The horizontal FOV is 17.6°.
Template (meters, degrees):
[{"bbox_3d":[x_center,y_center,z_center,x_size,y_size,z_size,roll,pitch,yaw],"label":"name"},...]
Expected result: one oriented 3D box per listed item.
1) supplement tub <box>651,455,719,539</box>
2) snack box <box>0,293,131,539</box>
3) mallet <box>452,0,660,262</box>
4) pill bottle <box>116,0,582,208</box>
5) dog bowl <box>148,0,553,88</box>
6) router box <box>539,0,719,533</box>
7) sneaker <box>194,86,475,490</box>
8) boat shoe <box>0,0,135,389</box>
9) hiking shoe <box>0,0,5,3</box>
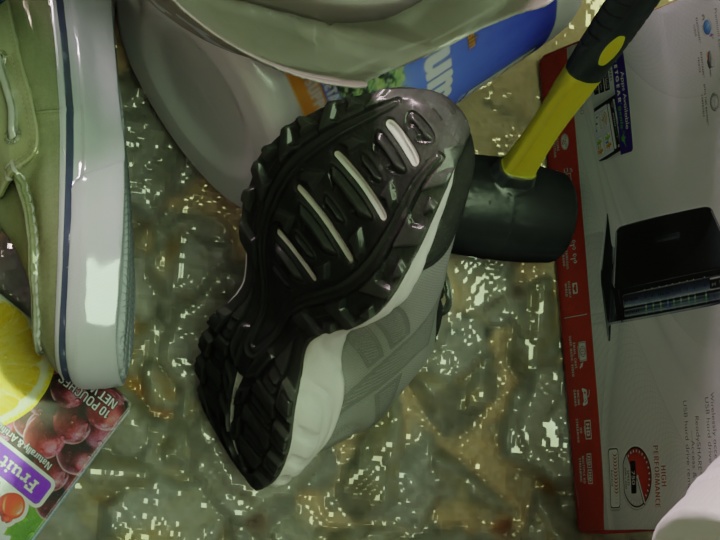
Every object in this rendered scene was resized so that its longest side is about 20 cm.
[{"bbox_3d":[0.205,0.066,0.744,0.200,0.132,0.132,-37,98,-23],"label":"supplement tub"},{"bbox_3d":[-0.195,0.083,0.816,0.142,0.053,0.200,40,72,-12],"label":"snack box"},{"bbox_3d":[0.072,-0.071,0.875,0.066,0.200,0.041,2,53,-17],"label":"mallet"},{"bbox_3d":[0.016,-0.116,0.893,0.200,0.112,0.112,-35,97,-21],"label":"pill bottle"},{"bbox_3d":[-0.011,-0.159,0.787,0.200,0.059,0.201,0,89,-25],"label":"dog bowl"},{"bbox_3d":[0.136,-0.002,0.891,0.049,0.179,0.201,-2,84,-22],"label":"router box"},{"bbox_3d":[0.000,0.000,0.841,0.079,0.200,0.074,-21,65,-31],"label":"sneaker"},{"bbox_3d":[-0.116,-0.048,0.847,0.062,0.072,0.200,-5,62,-5],"label":"boat shoe"},{"bbox_3d":[-0.186,-0.127,0.750,0.200,0.087,0.075,8,78,-47],"label":"hiking shoe"}]
